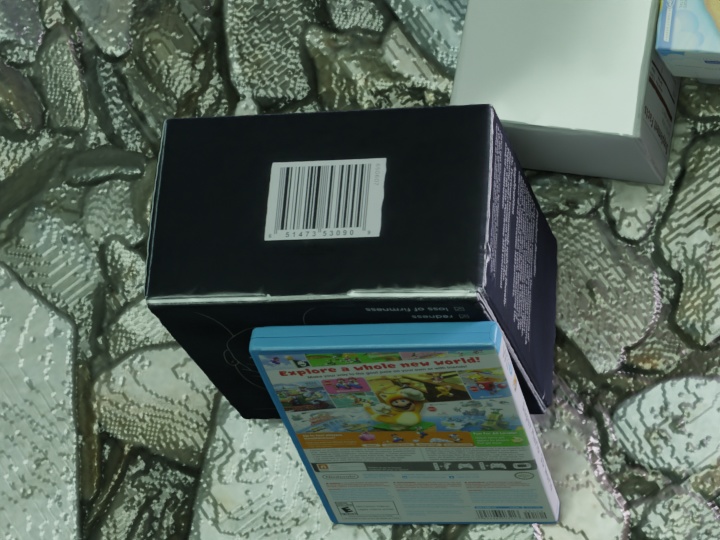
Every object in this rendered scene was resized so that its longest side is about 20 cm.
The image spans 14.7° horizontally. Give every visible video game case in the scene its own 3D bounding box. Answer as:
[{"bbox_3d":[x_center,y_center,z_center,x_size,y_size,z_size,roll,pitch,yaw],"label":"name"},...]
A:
[{"bbox_3d":[0.029,0.092,1.626,0.143,0.200,0.018,-1,56,15],"label":"video game case"}]

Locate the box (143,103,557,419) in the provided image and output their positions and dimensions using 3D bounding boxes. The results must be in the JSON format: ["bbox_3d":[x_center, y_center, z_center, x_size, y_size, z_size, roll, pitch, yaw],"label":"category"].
[{"bbox_3d":[0.000,0.000,1.641,0.199,0.197,0.124,-2,66,15],"label":"box"}]

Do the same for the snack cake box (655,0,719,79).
[{"bbox_3d":[0.241,-0.210,1.606,0.115,0.067,0.201,5,80,17],"label":"snack cake box"}]

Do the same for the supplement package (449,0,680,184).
[{"bbox_3d":[0.135,-0.166,1.689,0.117,0.117,0.201,8,80,16],"label":"supplement package"}]

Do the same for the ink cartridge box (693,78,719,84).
[{"bbox_3d":[0.278,-0.212,1.676,0.145,0.084,0.201,6,80,17],"label":"ink cartridge box"}]
